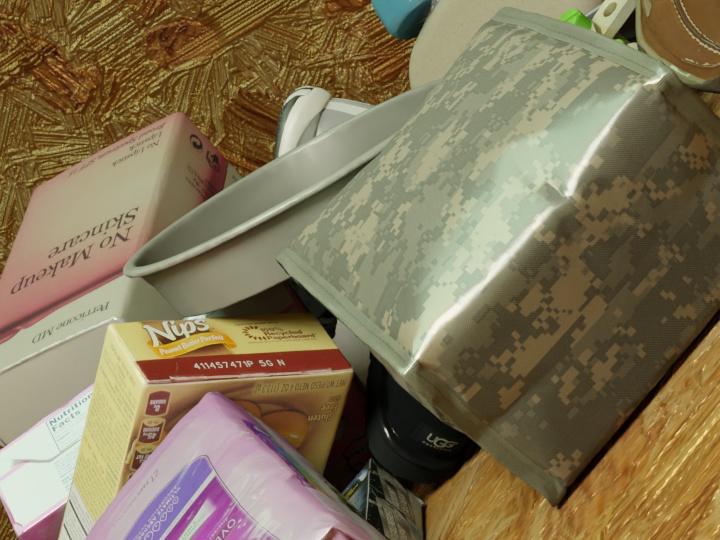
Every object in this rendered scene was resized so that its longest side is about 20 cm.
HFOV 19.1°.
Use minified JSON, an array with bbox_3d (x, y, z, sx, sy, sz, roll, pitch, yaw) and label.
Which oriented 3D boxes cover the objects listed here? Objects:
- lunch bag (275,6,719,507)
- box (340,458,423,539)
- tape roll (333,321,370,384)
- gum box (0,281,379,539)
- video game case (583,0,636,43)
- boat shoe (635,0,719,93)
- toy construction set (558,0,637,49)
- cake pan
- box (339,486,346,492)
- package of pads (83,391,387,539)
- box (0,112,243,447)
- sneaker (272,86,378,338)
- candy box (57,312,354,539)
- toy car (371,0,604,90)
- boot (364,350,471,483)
[{"bbox_3d":[0.063,-0.020,0.918,0.164,0.118,0.200,-49,29,0],"label":"lunch bag"},{"bbox_3d":[-0.047,0.191,1.030,0.200,0.040,0.137,-49,6,7],"label":"box"},{"bbox_3d":[-0.064,0.079,1.439,0.203,0.139,0.203,-50,4,5],"label":"tape roll"},{"bbox_3d":[-0.093,0.101,1.149,0.200,0.114,0.066,-35,43,0],"label":"gum box"},{"bbox_3d":[0.110,-0.110,1.320,0.200,0.019,0.143,-32,-12,8],"label":"video game case"},{"bbox_3d":[0.176,-0.157,1.106,0.200,0.075,0.074,-104,12,-58],"label":"boat shoe"},{"bbox_3d":[0.117,-0.070,1.212,0.200,0.092,0.131,-56,26,29],"label":"toy construction set"},{"bbox_3d":[-0.026,-0.035,1.086,0.200,0.037,0.200,-29,9,5],"label":"cake pan"},{"bbox_3d":[-0.089,0.130,1.272,0.199,0.048,0.122,-11,23,24],"label":"box"},{"bbox_3d":[-0.054,0.139,0.927,0.121,0.076,0.200,-54,25,0],"label":"package of pads"},{"bbox_3d":[-0.140,0.022,1.279,0.128,0.109,0.200,-25,31,25],"label":"box"},{"bbox_3d":[0.000,0.000,1.230,0.075,0.115,0.201,-69,-13,-76],"label":"sneaker"},{"bbox_3d":[-0.086,0.119,1.081,0.055,0.115,0.201,52,134,46],"label":"candy box"},{"bbox_3d":[0.147,-0.170,1.529,0.200,0.185,0.177,-10,-29,-50],"label":"toy car"},{"bbox_3d":[0.067,-0.010,1.084,0.168,0.076,0.201,-47,30,42],"label":"boot"}]
